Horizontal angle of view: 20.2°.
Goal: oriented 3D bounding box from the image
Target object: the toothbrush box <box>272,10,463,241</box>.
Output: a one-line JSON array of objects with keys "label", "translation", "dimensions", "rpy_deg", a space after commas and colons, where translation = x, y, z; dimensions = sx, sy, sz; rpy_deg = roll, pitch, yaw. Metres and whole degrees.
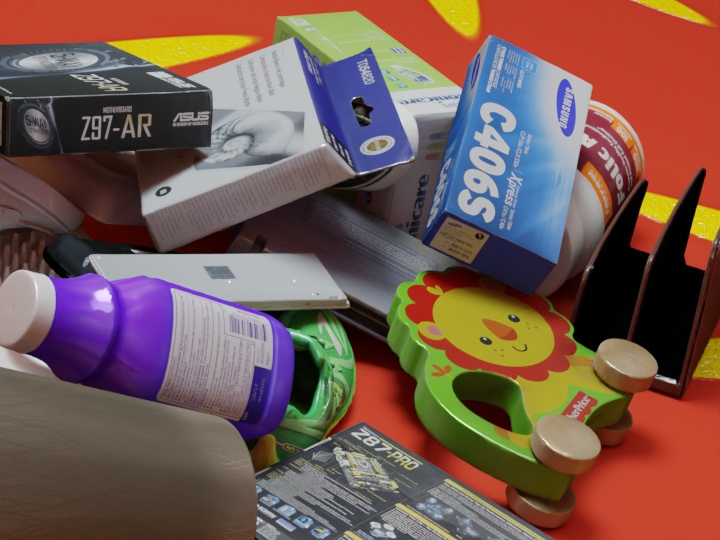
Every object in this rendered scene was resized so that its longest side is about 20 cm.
[{"label": "toothbrush box", "translation": [0.003, -0.107, 1.666], "dimensions": [0.086, 0.146, 0.200], "rpy_deg": [-8, 33, -32]}]

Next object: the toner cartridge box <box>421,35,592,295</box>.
[{"label": "toner cartridge box", "translation": [0.113, -0.083, 1.529], "dimensions": [0.095, 0.043, 0.201], "rpy_deg": [25, 47, -11]}]

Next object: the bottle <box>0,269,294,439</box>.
[{"label": "bottle", "translation": [-0.130, 0.047, 1.234], "dimensions": [0.199, 0.084, 0.065], "rpy_deg": [19, -19, -41]}]

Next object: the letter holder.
[{"label": "letter holder", "translation": [0.243, -0.019, 1.590], "dimensions": [0.100, 0.143, 0.200], "rpy_deg": [18, 29, 14]}]

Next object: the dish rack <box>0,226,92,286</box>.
[{"label": "dish rack", "translation": [-0.269, 0.019, 1.449], "dimensions": [0.199, 0.044, 0.171], "rpy_deg": [-11, 34, -35]}]

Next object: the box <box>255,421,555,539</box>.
[{"label": "box", "translation": [0.020, 0.179, 1.252], "dimensions": [0.199, 0.049, 0.161], "rpy_deg": [29, 35, 30]}]

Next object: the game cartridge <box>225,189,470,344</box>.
[{"label": "game cartridge", "translation": [0.000, 0.000, 1.533], "dimensions": [0.199, 0.039, 0.130], "rpy_deg": [28, 25, -6]}]

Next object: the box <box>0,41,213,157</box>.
[{"label": "box", "translation": [-0.222, -0.128, 1.492], "dimensions": [0.159, 0.044, 0.200], "rpy_deg": [-5, 18, -30]}]

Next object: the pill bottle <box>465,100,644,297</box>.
[{"label": "pill bottle", "translation": [0.156, -0.058, 1.661], "dimensions": [0.114, 0.115, 0.200], "rpy_deg": [18, 29, 14]}]

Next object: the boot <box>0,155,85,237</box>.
[{"label": "boot", "translation": [-0.285, -0.044, 1.436], "dimensions": [0.073, 0.096, 0.200], "rpy_deg": [28, -3, 40]}]

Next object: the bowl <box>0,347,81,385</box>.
[{"label": "bowl", "translation": [-0.186, 0.082, 1.309], "dimensions": [0.199, 0.095, 0.201], "rpy_deg": [9, 27, -5]}]

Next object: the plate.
[{"label": "plate", "translation": [-0.196, -0.087, 1.621], "dimensions": [0.199, 0.032, 0.199], "rpy_deg": [31, 16, 34]}]

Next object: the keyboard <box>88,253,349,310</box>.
[{"label": "keyboard", "translation": [-0.094, 0.008, 1.399], "dimensions": [0.199, 0.011, 0.056], "rpy_deg": [0, 37, -42]}]

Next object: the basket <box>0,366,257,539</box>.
[{"label": "basket", "translation": [-0.171, 0.138, 1.160], "dimensions": [0.199, 0.182, 0.136], "rpy_deg": [6, 8, -32]}]

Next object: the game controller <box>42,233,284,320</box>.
[{"label": "game controller", "translation": [-0.135, 0.014, 1.448], "dimensions": [0.104, 0.042, 0.200], "rpy_deg": [28, 10, 35]}]

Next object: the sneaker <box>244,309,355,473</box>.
[{"label": "sneaker", "translation": [-0.039, 0.072, 1.387], "dimensions": [0.074, 0.084, 0.200], "rpy_deg": [14, 29, 1]}]

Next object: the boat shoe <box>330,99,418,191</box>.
[{"label": "boat shoe", "translation": [-0.039, -0.095, 1.585], "dimensions": [0.063, 0.071, 0.199], "rpy_deg": [-4, 1, -43]}]

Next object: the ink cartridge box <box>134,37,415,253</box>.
[{"label": "ink cartridge box", "translation": [-0.073, -0.107, 1.516], "dimensions": [0.199, 0.041, 0.200], "rpy_deg": [-20, 31, 1]}]

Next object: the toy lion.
[{"label": "toy lion", "translation": [0.099, 0.071, 1.429], "dimensions": [0.191, 0.069, 0.200], "rpy_deg": [28, 32, 13]}]
